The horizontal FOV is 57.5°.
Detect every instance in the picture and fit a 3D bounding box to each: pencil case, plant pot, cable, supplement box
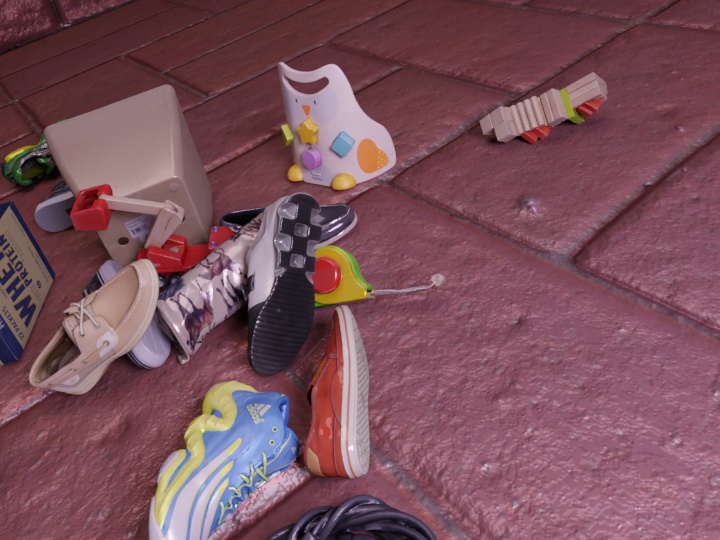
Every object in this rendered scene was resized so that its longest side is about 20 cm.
[{"bbox_3d":[-0.165,0.019,0.807,0.199,0.090,0.077,-42,16,-27],"label":"pencil case"},{"bbox_3d":[-0.321,-0.112,0.965,0.196,0.203,0.179,-22,48,-10],"label":"plant pot"},{"bbox_3d":[-0.030,0.248,0.488,0.195,0.052,0.165,-16,36,1],"label":"cable"},{"bbox_3d":[-0.562,0.034,0.894,0.195,0.137,0.202,-15,36,1],"label":"supplement box"}]

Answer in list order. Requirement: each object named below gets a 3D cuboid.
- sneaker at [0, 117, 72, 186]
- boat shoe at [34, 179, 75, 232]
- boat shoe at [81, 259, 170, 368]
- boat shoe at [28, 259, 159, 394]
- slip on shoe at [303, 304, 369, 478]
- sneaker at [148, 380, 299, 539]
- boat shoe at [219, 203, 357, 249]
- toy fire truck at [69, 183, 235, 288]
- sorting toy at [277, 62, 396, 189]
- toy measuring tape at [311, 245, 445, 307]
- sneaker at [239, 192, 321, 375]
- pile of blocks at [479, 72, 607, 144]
[{"bbox_3d":[-0.622,-0.234,1.333,0.084,0.079,0.200,30,65,37],"label":"sneaker"},{"bbox_3d":[-0.461,-0.135,1.131,0.195,0.072,0.092,-13,40,8],"label":"boat shoe"},{"bbox_3d":[-0.296,0.067,0.820,0.071,0.072,0.200,-46,45,0],"label":"boat shoe"},{"bbox_3d":[-0.297,0.065,0.731,0.200,0.064,0.073,-45,59,19],"label":"boat shoe"},{"bbox_3d":[-0.025,0.112,0.650,0.060,0.075,0.203,-11,41,11],"label":"slip on shoe"},{"bbox_3d":[-0.114,0.176,0.593,0.102,0.077,0.202,-5,37,12],"label":"sneaker"},{"bbox_3d":[-0.103,-0.067,0.916,0.195,0.064,0.073,-12,36,5],"label":"boat shoe"},{"bbox_3d":[-0.256,-0.045,0.854,0.194,0.143,0.049,-4,44,-1],"label":"toy fire truck"},{"bbox_3d":[-0.063,-0.234,1.021,0.196,0.183,0.107,14,44,35],"label":"sorting toy"},{"bbox_3d":[0.000,0.000,0.776,0.195,0.075,0.074,-10,36,17],"label":"toy measuring tape"},{"bbox_3d":[-0.098,0.016,0.753,0.087,0.073,0.205,0,76,51],"label":"sneaker"},{"bbox_3d":[0.285,-0.230,1.003,0.195,0.082,0.064,-17,77,14],"label":"pile of blocks"}]
